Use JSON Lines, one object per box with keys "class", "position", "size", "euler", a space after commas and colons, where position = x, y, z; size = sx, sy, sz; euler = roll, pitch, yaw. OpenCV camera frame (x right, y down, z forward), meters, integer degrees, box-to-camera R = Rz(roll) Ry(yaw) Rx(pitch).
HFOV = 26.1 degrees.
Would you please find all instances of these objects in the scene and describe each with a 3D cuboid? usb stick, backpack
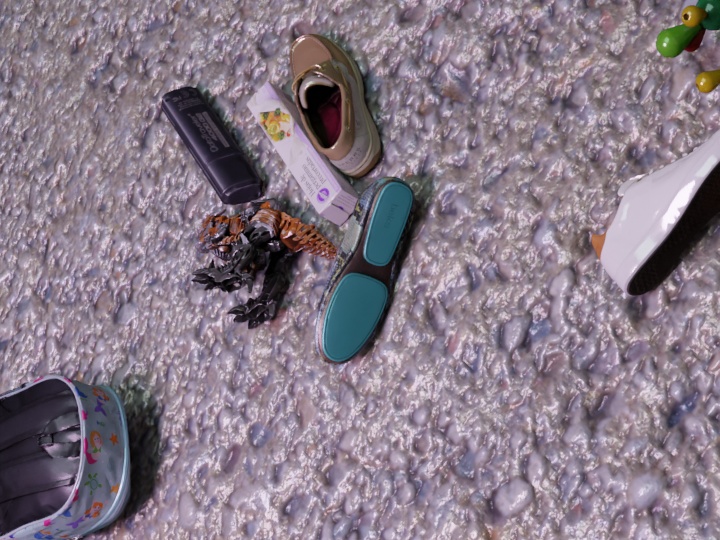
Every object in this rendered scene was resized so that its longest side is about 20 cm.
{"class": "usb stick", "position": [-0.173, -0.145, 1.794], "size": [0.055, 0.033, 0.200], "euler": [-18, 49, -20]}
{"class": "backpack", "position": [-0.336, 0.212, 1.710], "size": [0.199, 0.150, 0.179], "euler": [-28, 59, 36]}

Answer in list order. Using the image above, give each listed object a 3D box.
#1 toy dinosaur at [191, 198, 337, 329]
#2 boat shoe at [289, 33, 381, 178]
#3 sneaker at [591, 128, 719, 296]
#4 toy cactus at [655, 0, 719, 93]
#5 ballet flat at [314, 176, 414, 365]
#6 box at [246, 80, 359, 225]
{"class": "toy dinosaur", "position": [-0.111, -0.025, 1.671], "size": [0.199, 0.102, 0.137], "euler": [-18, 41, 57]}
{"class": "boat shoe", "position": [-0.037, -0.191, 1.690], "size": [0.074, 0.066, 0.201], "euler": [-40, 52, 19]}
{"class": "sneaker", "position": [0.279, -0.078, 1.382], "size": [0.200, 0.073, 0.085], "euler": [-49, 52, 14]}
{"class": "toy cactus", "position": [0.366, -0.237, 1.383], "size": [0.199, 0.102, 0.166], "euler": [-19, 43, 35]}
{"class": "ballet flat", "position": [0.000, 0.000, 1.593], "size": [0.074, 0.074, 0.201], "euler": [20, 83, 42]}
{"class": "box", "position": [-0.064, -0.131, 1.704], "size": [0.039, 0.041, 0.200], "euler": [-46, 51, 15]}
